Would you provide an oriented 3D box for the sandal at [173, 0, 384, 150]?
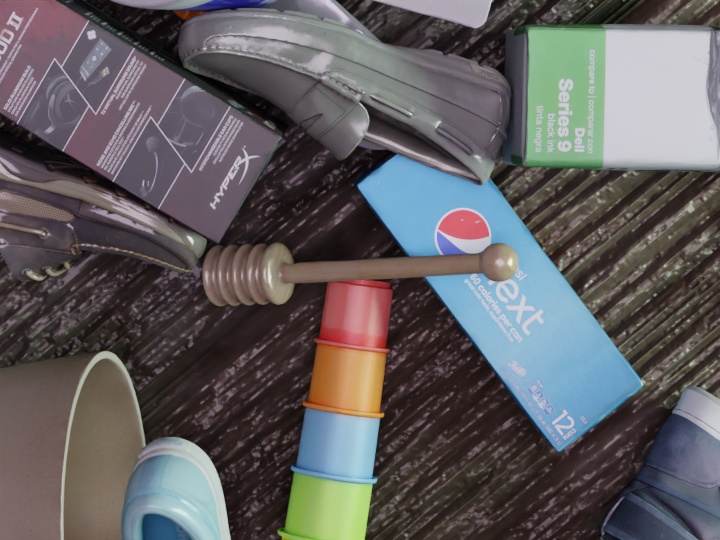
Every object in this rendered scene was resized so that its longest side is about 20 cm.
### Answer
[{"bbox_3d":[-0.044,-0.153,1.725,0.207,0.059,0.079,44,111,-5],"label":"sandal"}]

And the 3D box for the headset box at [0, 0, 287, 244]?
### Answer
[{"bbox_3d":[-0.146,-0.102,1.679,0.199,0.149,0.077,32,94,-2],"label":"headset box"}]

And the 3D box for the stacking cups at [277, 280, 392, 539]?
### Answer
[{"bbox_3d":[-0.013,0.104,1.747,0.060,0.061,0.201,9,88,-2],"label":"stacking cups"}]

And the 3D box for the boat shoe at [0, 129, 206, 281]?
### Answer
[{"bbox_3d":[-0.189,-0.033,1.728,0.199,0.074,0.074,21,103,6],"label":"boat shoe"}]

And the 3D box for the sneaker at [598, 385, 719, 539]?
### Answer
[{"bbox_3d":[0.237,0.186,1.734,0.202,0.077,0.146,35,81,7],"label":"sneaker"}]

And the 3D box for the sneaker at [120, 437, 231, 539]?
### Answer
[{"bbox_3d":[-0.102,0.204,1.712,0.074,0.082,0.201,-12,112,18],"label":"sneaker"}]

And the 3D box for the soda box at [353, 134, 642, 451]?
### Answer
[{"bbox_3d":[0.082,0.008,1.734,0.068,0.064,0.200,-37,94,0],"label":"soda box"}]

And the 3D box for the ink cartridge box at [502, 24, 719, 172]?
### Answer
[{"bbox_3d":[0.187,-0.100,1.689,0.199,0.146,0.085,1,93,-1],"label":"ink cartridge box"}]

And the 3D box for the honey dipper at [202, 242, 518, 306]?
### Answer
[{"bbox_3d":[0.000,0.000,1.698,0.199,0.038,0.038,-2,94,29],"label":"honey dipper"}]

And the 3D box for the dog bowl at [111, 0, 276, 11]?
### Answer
[{"bbox_3d":[-0.092,-0.246,1.624,0.199,0.079,0.201,1,92,39],"label":"dog bowl"}]

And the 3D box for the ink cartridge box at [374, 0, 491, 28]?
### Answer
[{"bbox_3d":[0.043,-0.252,1.648,0.115,0.068,0.201,16,87,13],"label":"ink cartridge box"}]

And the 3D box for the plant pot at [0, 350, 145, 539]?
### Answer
[{"bbox_3d":[-0.242,0.143,1.689,0.199,0.187,0.189,-2,93,10],"label":"plant pot"}]

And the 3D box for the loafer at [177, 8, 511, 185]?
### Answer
[{"bbox_3d":[-0.009,-0.099,1.649,0.199,0.070,0.070,13,75,-13],"label":"loafer"}]
